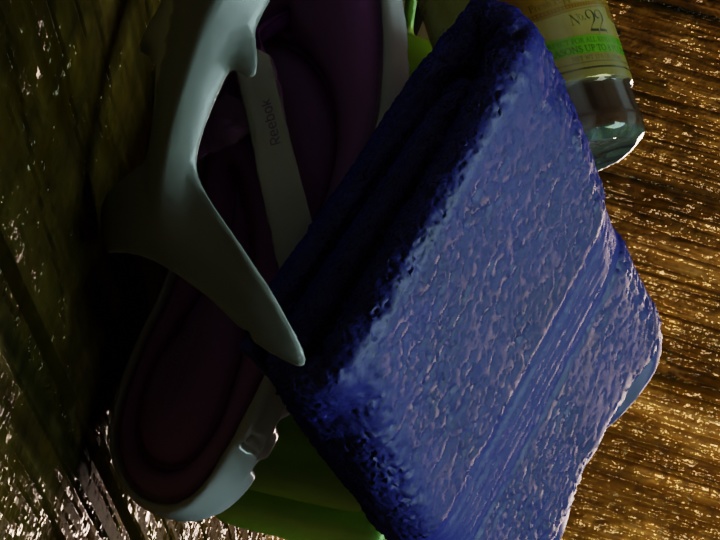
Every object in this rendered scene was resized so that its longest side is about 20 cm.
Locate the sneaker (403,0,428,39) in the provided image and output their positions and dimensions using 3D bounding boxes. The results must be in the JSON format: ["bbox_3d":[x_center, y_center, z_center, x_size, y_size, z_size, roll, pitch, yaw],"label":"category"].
[{"bbox_3d":[0.013,-0.097,1.036,0.079,0.129,0.200,13,50,-49],"label":"sneaker"}]

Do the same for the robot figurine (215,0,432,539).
[{"bbox_3d":[0.000,0.000,0.885,0.176,0.115,0.201,75,29,-62],"label":"robot figurine"}]

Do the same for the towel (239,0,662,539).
[{"bbox_3d":[0.034,0.024,0.776,0.148,0.049,0.200,-60,149,-22],"label":"towel"}]

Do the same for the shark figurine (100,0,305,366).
[{"bbox_3d":[-0.012,-0.094,0.678,0.128,0.089,0.215,93,11,-60],"label":"shark figurine"}]

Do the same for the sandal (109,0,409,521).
[{"bbox_3d":[-0.037,-0.020,0.753,0.050,0.082,0.203,16,88,-51],"label":"sandal"}]

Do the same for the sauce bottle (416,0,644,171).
[{"bbox_3d":[0.041,-0.128,0.839,0.065,0.064,0.201,74,-3,-80],"label":"sauce bottle"}]
